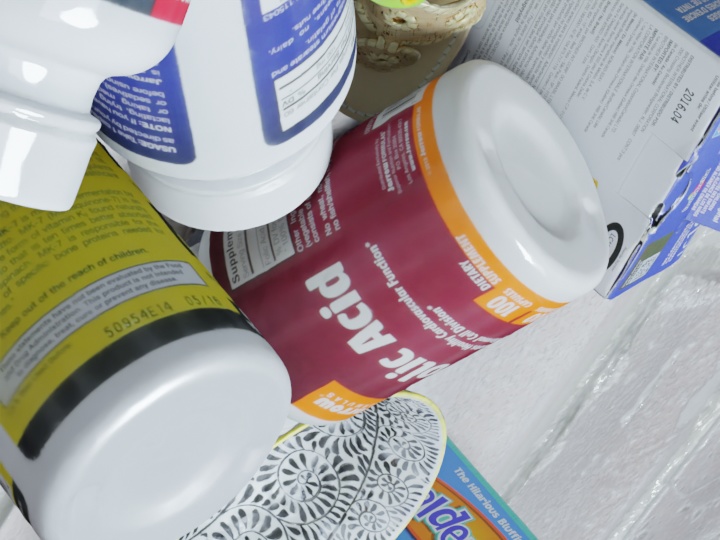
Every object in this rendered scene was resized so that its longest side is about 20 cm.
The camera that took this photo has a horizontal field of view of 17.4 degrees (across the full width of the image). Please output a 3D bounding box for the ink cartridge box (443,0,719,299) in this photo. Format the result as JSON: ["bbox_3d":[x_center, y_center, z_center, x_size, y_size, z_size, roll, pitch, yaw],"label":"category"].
[{"bbox_3d":[0.108,-0.084,1.083,0.076,0.200,0.137,-25,150,-49],"label":"ink cartridge box"}]

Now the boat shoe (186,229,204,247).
[{"bbox_3d":[-0.002,-0.027,1.183,0.200,0.070,0.066,-31,174,-10],"label":"boat shoe"}]

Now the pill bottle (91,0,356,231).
[{"bbox_3d":[-0.063,-0.107,0.933,0.120,0.120,0.200,-33,151,-17],"label":"pill bottle"}]

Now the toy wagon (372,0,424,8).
[{"bbox_3d":[0.030,-0.174,0.894,0.040,0.200,0.155,5,136,-10],"label":"toy wagon"}]

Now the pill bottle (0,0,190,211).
[{"bbox_3d":[-0.104,-0.127,0.766,0.120,0.120,0.200,11,100,-56],"label":"pill bottle"}]

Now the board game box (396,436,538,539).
[{"bbox_3d":[0.015,0.194,1.412,0.200,0.152,0.045,-22,145,-34],"label":"board game box"}]

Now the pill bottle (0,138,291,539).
[{"bbox_3d":[-0.126,0.008,0.927,0.114,0.200,0.114,-30,150,-20],"label":"pill bottle"}]

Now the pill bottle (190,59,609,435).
[{"bbox_3d":[0.000,0.000,1.051,0.200,0.114,0.114,-29,159,28],"label":"pill bottle"}]

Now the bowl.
[{"bbox_3d":[-0.060,0.109,1.261,0.201,0.094,0.201,-30,149,-21],"label":"bowl"}]

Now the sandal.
[{"bbox_3d":[0.027,-0.141,1.015,0.212,0.078,0.070,-60,-176,30],"label":"sandal"}]
